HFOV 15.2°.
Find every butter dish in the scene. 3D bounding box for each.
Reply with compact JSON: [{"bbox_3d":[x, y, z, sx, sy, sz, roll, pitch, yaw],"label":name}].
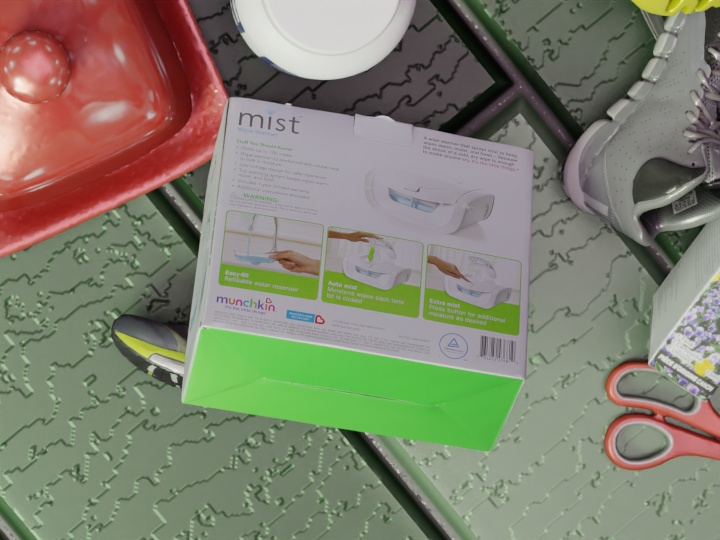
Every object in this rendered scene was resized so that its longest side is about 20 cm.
[{"bbox_3d":[-0.197,-0.126,1.667,0.200,0.148,0.200,-25,95,-1],"label":"butter dish"}]

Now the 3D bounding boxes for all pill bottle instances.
[{"bbox_3d":[-0.023,-0.172,1.648,0.111,0.200,0.111,0,95,-4],"label":"pill bottle"}]

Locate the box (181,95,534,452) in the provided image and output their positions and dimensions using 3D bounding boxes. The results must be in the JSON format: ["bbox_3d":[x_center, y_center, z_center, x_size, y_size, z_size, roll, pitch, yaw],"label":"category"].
[{"bbox_3d":[0.000,0.000,1.669,0.200,0.097,0.177,9,55,-8],"label":"box"}]

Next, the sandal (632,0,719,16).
[{"bbox_3d":[0.260,-0.199,1.663,0.200,0.087,0.080,-9,78,-24],"label":"sandal"}]

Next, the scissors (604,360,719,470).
[{"bbox_3d":[0.254,0.112,1.781,0.200,0.014,0.073,13,91,-3],"label":"scissors"}]

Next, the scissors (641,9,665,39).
[{"bbox_3d":[0.157,-0.214,1.697,0.073,0.014,0.200,-12,128,-5],"label":"scissors"}]

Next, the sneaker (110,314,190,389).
[{"bbox_3d":[-0.060,0.042,1.735,0.199,0.074,0.081,6,79,-7],"label":"sneaker"}]

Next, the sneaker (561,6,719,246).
[{"bbox_3d":[0.224,-0.097,1.708,0.075,0.115,0.200,28,101,-43],"label":"sneaker"}]

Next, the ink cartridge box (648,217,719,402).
[{"bbox_3d":[0.255,-0.024,1.693,0.050,0.109,0.200,33,113,-6],"label":"ink cartridge box"}]
